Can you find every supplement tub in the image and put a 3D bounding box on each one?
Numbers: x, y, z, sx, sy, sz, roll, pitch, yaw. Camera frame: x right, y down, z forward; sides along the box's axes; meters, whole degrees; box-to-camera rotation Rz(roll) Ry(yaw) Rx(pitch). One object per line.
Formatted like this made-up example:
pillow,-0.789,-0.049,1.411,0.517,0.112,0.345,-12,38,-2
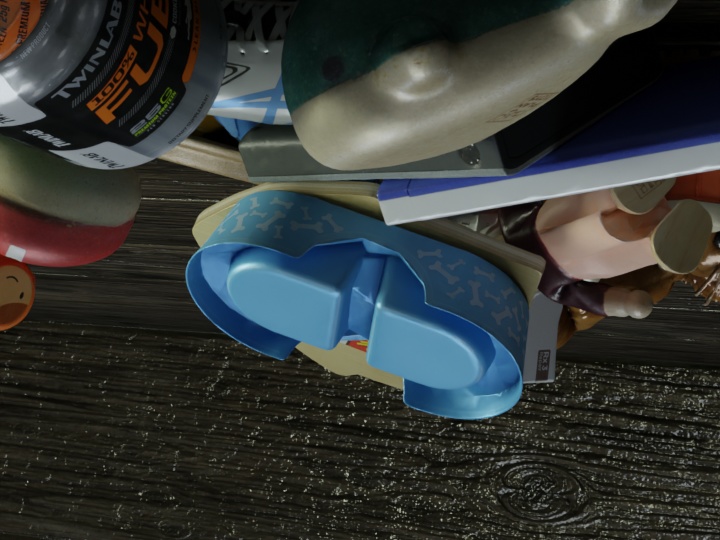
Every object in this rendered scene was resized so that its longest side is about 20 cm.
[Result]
supplement tub,-0.151,-0.122,1.251,0.122,0.123,0.200,4,174,20

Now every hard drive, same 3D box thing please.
hard drive,0.046,-0.090,1.449,0.199,0.033,0.139,1,-153,46
hard drive,0.122,-0.073,1.420,0.199,0.025,0.132,-9,-160,27

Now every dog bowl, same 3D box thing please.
dog bowl,0.003,0.016,1.483,0.199,0.050,0.112,19,148,6

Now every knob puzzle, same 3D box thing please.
knob puzzle,0.000,0.000,1.537,0.218,0.031,0.220,17,148,10

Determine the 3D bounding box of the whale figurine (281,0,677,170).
whale figurine,0.052,-0.121,1.272,0.199,0.104,0.159,-24,173,29

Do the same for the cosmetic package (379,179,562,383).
cosmetic package,0.037,0.005,1.692,0.081,0.114,0.200,-1,-174,-37

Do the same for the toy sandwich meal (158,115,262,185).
toy sandwich meal,-0.108,-0.103,1.689,0.204,0.071,0.205,15,-178,0

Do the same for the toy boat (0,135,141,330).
toy boat,-0.214,-0.025,1.646,0.130,0.131,0.200,19,180,-10

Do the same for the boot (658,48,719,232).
boot,0.148,-0.068,1.537,0.075,0.108,0.200,8,176,-36

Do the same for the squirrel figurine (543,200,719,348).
squirrel figurine,0.219,-0.032,1.824,0.186,0.142,0.200,-9,-179,31

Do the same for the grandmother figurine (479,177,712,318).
grandmother figurine,0.116,-0.018,1.506,0.060,0.122,0.200,-28,180,-28

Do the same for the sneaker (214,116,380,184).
sneaker,-0.028,-0.072,1.576,0.078,0.066,0.200,40,169,37

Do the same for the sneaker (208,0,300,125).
sneaker,-0.070,-0.122,1.449,0.199,0.072,0.073,-4,145,25
